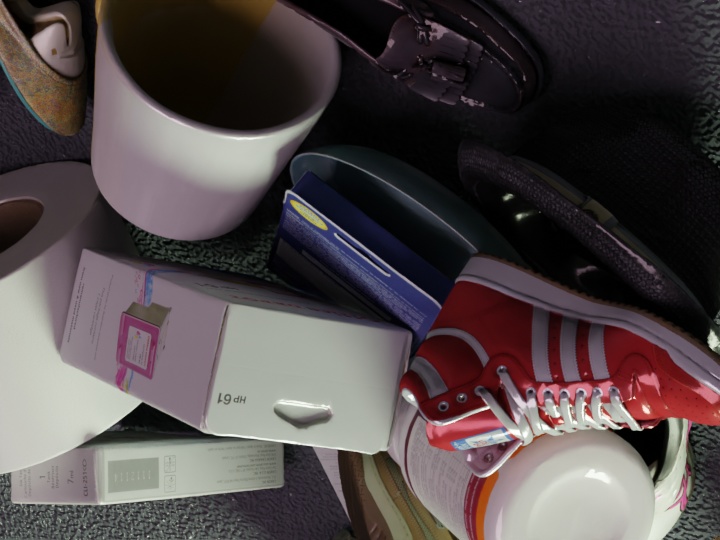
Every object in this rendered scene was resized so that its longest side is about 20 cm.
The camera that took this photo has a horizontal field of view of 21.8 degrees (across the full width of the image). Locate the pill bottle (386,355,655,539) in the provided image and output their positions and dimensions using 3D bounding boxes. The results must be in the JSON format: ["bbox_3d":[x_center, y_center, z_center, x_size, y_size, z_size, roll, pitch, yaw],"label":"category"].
[{"bbox_3d":[0.089,0.119,1.160,0.110,0.109,0.200,64,168,-24],"label":"pill bottle"}]

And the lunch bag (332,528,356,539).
[{"bbox_3d":[0.001,0.325,1.407,0.164,0.200,0.118,26,136,14],"label":"lunch bag"}]

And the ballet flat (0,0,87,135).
[{"bbox_3d":[-0.225,-0.181,1.251,0.071,0.071,0.200,-10,118,41],"label":"ballet flat"}]

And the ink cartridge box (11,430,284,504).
[{"bbox_3d":[-0.186,0.146,1.404,0.176,0.200,0.045,-3,86,38],"label":"ink cartridge box"}]

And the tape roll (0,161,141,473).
[{"bbox_3d":[-0.248,0.032,1.340,0.202,0.203,0.139,-2,123,37],"label":"tape roll"}]

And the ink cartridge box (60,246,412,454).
[{"bbox_3d":[-0.083,0.050,1.211,0.200,0.144,0.085,19,98,54],"label":"ink cartridge box"}]

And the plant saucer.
[{"bbox_3d":[0.042,-0.015,1.170,0.200,0.027,0.200,35,164,12],"label":"plant saucer"}]

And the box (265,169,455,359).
[{"bbox_3d":[0.000,0.000,1.196,0.121,0.032,0.200,38,167,3],"label":"box"}]

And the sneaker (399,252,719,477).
[{"bbox_3d":[0.108,0.069,1.005,0.200,0.113,0.071,22,160,42],"label":"sneaker"}]

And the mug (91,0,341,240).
[{"bbox_3d":[-0.102,-0.112,1.182,0.149,0.187,0.153,12,143,-11],"label":"mug"}]

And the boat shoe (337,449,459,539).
[{"bbox_3d":[0.040,0.174,1.257,0.072,0.076,0.200,88,165,-46],"label":"boat shoe"}]

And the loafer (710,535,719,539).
[{"bbox_3d":[0.276,0.248,1.242,0.067,0.076,0.201,1,115,37],"label":"loafer"}]

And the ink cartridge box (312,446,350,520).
[{"bbox_3d":[0.017,0.137,1.361,0.094,0.037,0.200,-5,119,38],"label":"ink cartridge box"}]

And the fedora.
[{"bbox_3d":[0.152,-0.030,1.062,0.201,0.092,0.201,42,173,7],"label":"fedora"}]

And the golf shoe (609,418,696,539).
[{"bbox_3d":[0.173,0.118,1.189,0.072,0.092,0.200,18,136,19],"label":"golf shoe"}]

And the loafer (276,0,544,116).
[{"bbox_3d":[0.012,-0.145,1.105,0.200,0.063,0.072,34,138,8],"label":"loafer"}]
